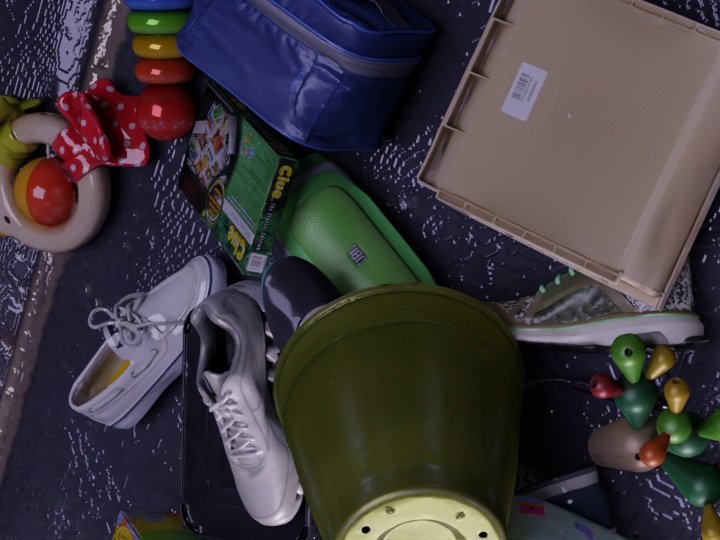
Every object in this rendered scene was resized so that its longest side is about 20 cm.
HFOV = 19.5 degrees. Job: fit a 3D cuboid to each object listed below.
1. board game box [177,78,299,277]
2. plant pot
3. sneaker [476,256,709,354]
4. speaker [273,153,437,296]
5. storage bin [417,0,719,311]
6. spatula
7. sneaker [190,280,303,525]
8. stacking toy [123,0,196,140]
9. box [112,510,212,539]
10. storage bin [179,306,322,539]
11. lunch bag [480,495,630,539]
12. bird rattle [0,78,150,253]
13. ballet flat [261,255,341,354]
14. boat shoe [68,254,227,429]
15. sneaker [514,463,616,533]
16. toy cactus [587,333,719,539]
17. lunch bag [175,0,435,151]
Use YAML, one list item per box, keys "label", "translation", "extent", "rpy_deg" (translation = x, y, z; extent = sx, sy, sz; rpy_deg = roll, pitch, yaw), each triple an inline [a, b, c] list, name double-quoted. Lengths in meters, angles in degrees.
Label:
- label: "board game box"
  translation: [-0.107, -0.081, 1.771]
  extent: [0.106, 0.023, 0.200]
  rpy_deg: [-69, 28, 16]
- label: "plant pot"
  translation: [0.037, 0.147, 1.570]
  extent: [0.201, 0.199, 0.194]
  rpy_deg: [-48, 27, 26]
- label: "sneaker"
  translation: [0.180, 0.019, 1.646]
  extent: [0.198, 0.077, 0.090]
  rpy_deg: [1, 82, 27]
- label: "speaker"
  translation: [0.000, 0.000, 1.738]
  extent: [0.089, 0.088, 0.200]
  rpy_deg: [-48, 70, 26]
- label: "storage bin"
  translation: [0.173, -0.107, 1.584]
  extent: [0.198, 0.094, 0.201]
  rpy_deg: [27, 93, 29]
- label: "spatula"
  translation: [0.154, 0.094, 1.673]
  extent: [0.198, 0.057, 0.021]
  rpy_deg: [5, 73, 22]
- label: "sneaker"
  translation: [-0.097, 0.112, 1.705]
  extent: [0.075, 0.081, 0.202]
  rpy_deg: [-11, 90, 30]
- label: "stacking toy"
  translation: [-0.172, -0.214, 1.832]
  extent: [0.085, 0.085, 0.202]
  rpy_deg: [5, 102, 31]
- label: "box"
  translation: [-0.145, 0.339, 1.792]
  extent: [0.200, 0.121, 0.194]
  rpy_deg: [42, 119, 56]
- label: "storage bin"
  translation: [-0.074, 0.129, 1.793]
  extent: [0.134, 0.093, 0.202]
  rpy_deg: [6, 99, 32]
- label: "lunch bag"
  translation: [0.140, 0.280, 1.642]
  extent: [0.159, 0.077, 0.201]
  rpy_deg: [26, 124, -2]
- label: "bird rattle"
  translation: [-0.278, -0.098, 1.919]
  extent: [0.198, 0.113, 0.165]
  rpy_deg: [6, 110, 18]
- label: "ballet flat"
  translation: [-0.018, 0.077, 1.677]
  extent: [0.072, 0.073, 0.201]
  rpy_deg: [1, 128, 32]
- label: "boat shoe"
  translation: [-0.200, 0.057, 1.859]
  extent: [0.202, 0.086, 0.075]
  rpy_deg: [-49, 42, 29]
- label: "sneaker"
  translation: [0.118, 0.227, 1.695]
  extent: [0.199, 0.070, 0.083]
  rpy_deg: [-27, 82, 33]
- label: "toy cactus"
  translation: [0.233, 0.137, 1.593]
  extent: [0.200, 0.103, 0.165]
  rpy_deg: [41, 153, -19]
- label: "lunch bag"
  translation: [-0.046, -0.203, 1.717]
  extent: [0.200, 0.135, 0.133]
  rpy_deg: [38, 113, 24]
